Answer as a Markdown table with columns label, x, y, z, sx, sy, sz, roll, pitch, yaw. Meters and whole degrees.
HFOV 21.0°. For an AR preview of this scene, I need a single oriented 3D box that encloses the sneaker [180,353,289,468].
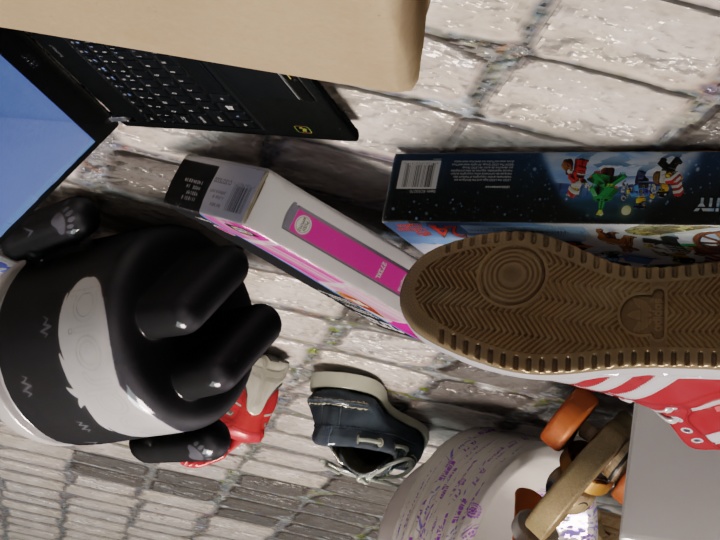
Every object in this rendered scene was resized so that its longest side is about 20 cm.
| label | x | y | z | sx | sy | sz | roll | pitch | yaw |
| --- | --- | --- | --- | --- | --- | --- | --- | --- | --- |
| sneaker | -0.126 | 0.105 | 1.452 | 0.077 | 0.085 | 0.200 | 20 | 162 | -25 |

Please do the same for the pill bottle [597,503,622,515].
| label | x | y | z | sx | sy | sz | roll | pitch | yaw |
| --- | --- | --- | --- | --- | --- | --- | --- | --- | --- |
| pill bottle | 0.274 | 0.268 | 1.673 | 0.200 | 0.115 | 0.114 | 22 | 161 | -33 |

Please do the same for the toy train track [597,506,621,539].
| label | x | y | z | sx | sy | sz | roll | pitch | yaw |
| --- | --- | --- | --- | --- | --- | --- | --- | --- | --- |
| toy train track | 0.191 | 0.196 | 1.593 | 0.200 | 0.115 | 0.033 | 7 | 125 | 58 |

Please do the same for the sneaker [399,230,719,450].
| label | x | y | z | sx | sy | sz | roll | pitch | yaw |
| --- | --- | --- | --- | --- | --- | --- | --- | --- | --- |
| sneaker | 0.123 | 0.036 | 0.927 | 0.199 | 0.071 | 0.113 | 5 | 159 | 13 |

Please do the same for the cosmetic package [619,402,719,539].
| label | x | y | z | sx | sy | sz | roll | pitch | yaw |
| --- | --- | --- | --- | --- | --- | --- | --- | --- | --- |
| cosmetic package | 0.259 | 0.104 | 1.054 | 0.199 | 0.123 | 0.199 | 8 | 175 | 19 |

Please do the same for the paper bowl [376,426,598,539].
| label | x | y | z | sx | sy | sz | roll | pitch | yaw |
| --- | --- | --- | --- | --- | --- | --- | --- | --- | --- |
| paper bowl | 0.087 | 0.218 | 1.476 | 0.104 | 0.201 | 0.201 | 11 | 167 | 36 |

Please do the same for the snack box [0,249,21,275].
| label | x | y | z | sx | sy | sz | roll | pitch | yaw |
| --- | --- | --- | --- | --- | --- | --- | --- | --- | --- |
| snack box | -0.241 | -0.013 | 1.236 | 0.072 | 0.024 | 0.200 | -7 | 155 | 44 |

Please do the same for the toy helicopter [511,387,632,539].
| label | x | y | z | sx | sy | sz | roll | pitch | yaw |
| --- | --- | --- | --- | --- | --- | --- | --- | --- | --- |
| toy helicopter | 0.154 | 0.155 | 1.380 | 0.079 | 0.132 | 0.200 | 38 | -174 | 11 |

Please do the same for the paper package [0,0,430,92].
| label | x | y | z | sx | sy | sz | roll | pitch | yaw |
| --- | --- | --- | --- | --- | --- | --- | --- | --- | --- |
| paper package | -0.071 | -0.140 | 0.549 | 0.199 | 0.104 | 0.191 | 10 | 164 | 4 |

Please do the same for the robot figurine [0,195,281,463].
| label | x | y | z | sx | sy | sz | roll | pitch | yaw |
| --- | --- | --- | --- | --- | --- | --- | --- | --- | --- |
| robot figurine | -0.142 | 0.039 | 1.161 | 0.200 | 0.151 | 0.125 | -12 | 167 | 41 |

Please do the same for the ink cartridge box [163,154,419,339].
| label | x | y | z | sx | sy | sz | roll | pitch | yaw |
| --- | --- | --- | --- | --- | --- | --- | --- | --- | --- |
| ink cartridge box | 0.000 | 0.000 | 1.022 | 0.200 | 0.037 | 0.095 | 28 | 173 | -30 |

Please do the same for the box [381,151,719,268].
| label | x | y | z | sx | sy | sz | roll | pitch | yaw |
| --- | --- | --- | --- | --- | --- | --- | --- | --- | --- |
| box | 0.130 | -0.015 | 0.946 | 0.200 | 0.038 | 0.137 | 2 | 161 | 31 |

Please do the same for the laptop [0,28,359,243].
| label | x | y | z | sx | sy | sz | roll | pitch | yaw |
| --- | --- | --- | --- | --- | --- | --- | --- | --- | --- |
| laptop | -0.127 | -0.058 | 0.865 | 0.199 | 0.104 | 0.177 | 6 | 163 | 20 |

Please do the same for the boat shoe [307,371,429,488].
| label | x | y | z | sx | sy | sz | roll | pitch | yaw |
| --- | --- | --- | --- | --- | --- | --- | --- | --- | --- |
| boat shoe | 0.006 | 0.130 | 1.483 | 0.075 | 0.062 | 0.200 | 6 | 163 | 13 |
